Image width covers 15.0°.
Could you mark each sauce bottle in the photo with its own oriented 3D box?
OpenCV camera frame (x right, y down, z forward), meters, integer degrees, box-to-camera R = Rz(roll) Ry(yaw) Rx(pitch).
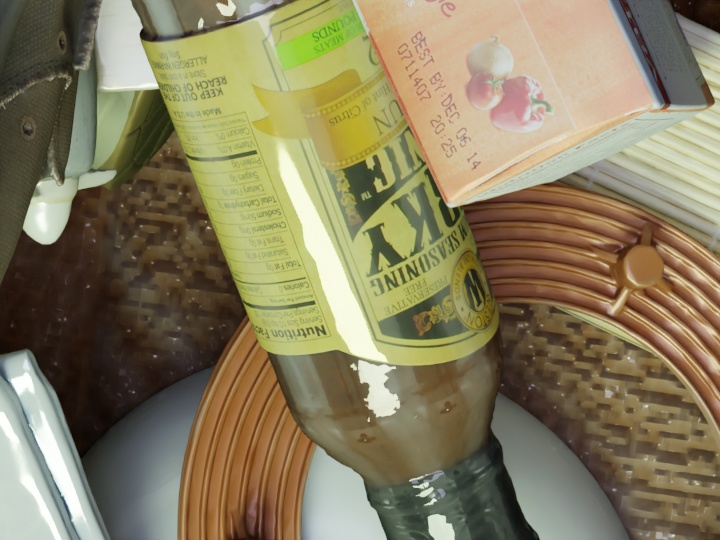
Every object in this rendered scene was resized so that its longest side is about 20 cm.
[{"bbox_3d":[0.000,0.000,0.715,0.064,0.065,0.201,-19,109,6],"label":"sauce bottle"}]

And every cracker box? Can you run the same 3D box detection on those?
[{"bbox_3d":[0.032,-0.090,0.697,0.057,0.200,0.135,-25,88,11],"label":"cracker box"}]

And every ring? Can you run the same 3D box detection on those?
[{"bbox_3d":[0.047,0.073,0.777,0.199,0.019,0.202,1,84,-13],"label":"ring"}]

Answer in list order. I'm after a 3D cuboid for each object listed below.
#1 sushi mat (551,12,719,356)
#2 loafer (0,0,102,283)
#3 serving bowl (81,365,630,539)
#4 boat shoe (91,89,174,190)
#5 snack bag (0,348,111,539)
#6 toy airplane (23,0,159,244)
[{"bbox_3d":[0.110,-0.016,0.811,0.199,0.012,0.096,25,99,-1],"label":"sushi mat"},{"bbox_3d":[-0.101,-0.053,0.660,0.073,0.071,0.201,10,61,17],"label":"loafer"},{"bbox_3d":[-0.011,0.126,0.815,0.199,0.066,0.201,1,100,4],"label":"serving bowl"},{"bbox_3d":[-0.059,-0.117,0.759,0.066,0.072,0.202,25,121,5],"label":"boat shoe"},{"bbox_3d":[-0.145,0.123,0.774,0.188,0.021,0.201,-11,117,16],"label":"snack bag"},{"bbox_3d":[-0.167,-0.055,0.721,0.200,0.141,0.199,-42,110,17],"label":"toy airplane"}]
